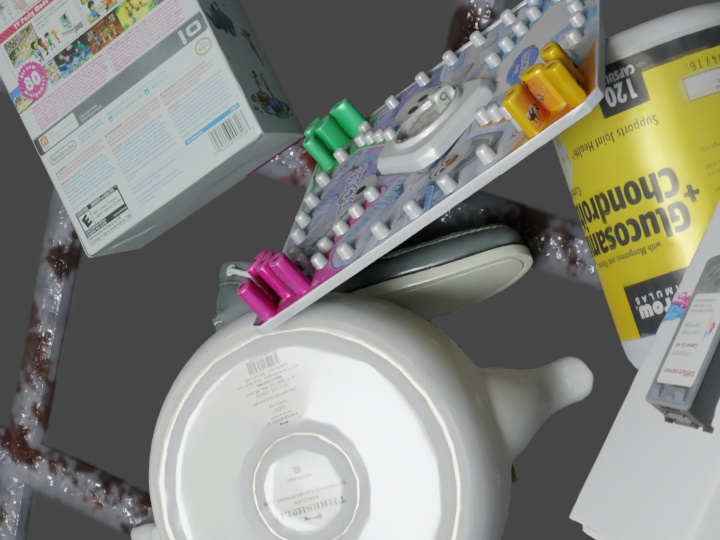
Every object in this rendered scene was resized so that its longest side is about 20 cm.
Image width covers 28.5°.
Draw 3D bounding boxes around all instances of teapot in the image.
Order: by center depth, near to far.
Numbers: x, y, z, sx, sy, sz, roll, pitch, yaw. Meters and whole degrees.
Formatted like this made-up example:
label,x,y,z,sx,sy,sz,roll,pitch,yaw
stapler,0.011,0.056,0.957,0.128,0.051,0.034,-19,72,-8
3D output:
label,x,y,z,sx,sy,sz,roll,pitch,yaw
teapot,-0.009,0.104,0.744,0.198,0.146,0.200,25,99,14

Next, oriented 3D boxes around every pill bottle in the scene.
label,x,y,z,sx,sy,sz,roll,pitch,yaw
pill bottle,0.167,-0.017,0.680,0.111,0.112,0.203,-20,86,27

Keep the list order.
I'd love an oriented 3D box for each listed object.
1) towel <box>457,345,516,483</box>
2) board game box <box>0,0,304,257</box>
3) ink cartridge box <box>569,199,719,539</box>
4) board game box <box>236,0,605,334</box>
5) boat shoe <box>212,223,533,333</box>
label,x,y,z,sx,sy,sz,roll,pitch,yaw
towel,-0.008,0.119,0.837,0.198,0.018,0.087,-27,88,25
board game box,-0.142,-0.132,0.852,0.147,0.064,0.202,-30,83,25
ink cartridge box,0.201,0.051,0.586,0.146,0.085,0.202,27,86,-21
board game box,0.033,-0.076,0.699,0.199,0.201,0.026,-34,110,25
boat shoe,0.000,0.000,0.789,0.198,0.073,0.063,-18,70,28
